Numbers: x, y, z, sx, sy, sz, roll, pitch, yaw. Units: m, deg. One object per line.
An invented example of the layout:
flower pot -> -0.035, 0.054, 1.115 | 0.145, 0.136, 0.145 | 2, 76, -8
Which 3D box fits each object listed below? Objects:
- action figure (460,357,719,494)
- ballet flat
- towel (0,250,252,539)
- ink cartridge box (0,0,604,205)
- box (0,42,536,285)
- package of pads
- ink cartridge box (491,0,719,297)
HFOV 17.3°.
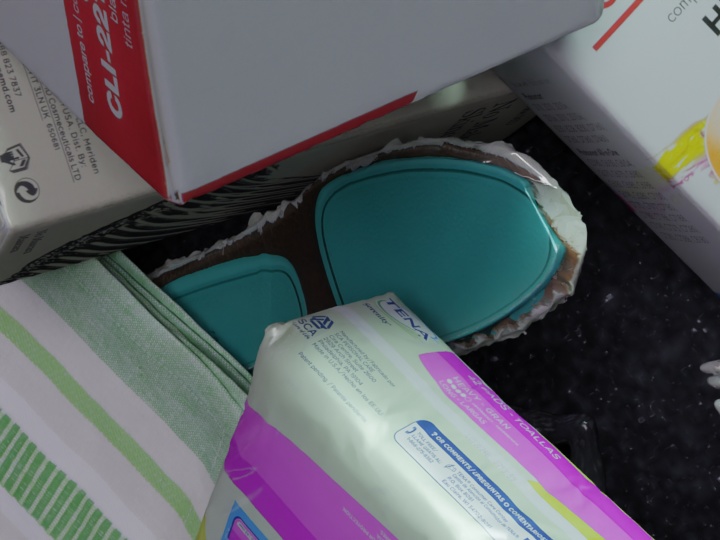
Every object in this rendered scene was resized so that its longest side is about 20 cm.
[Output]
action figure -> 0.089, 0.087, 0.747 | 0.200, 0.119, 0.102 | 27, 135, 20
ballet flat -> 0.000, 0.000, 0.768 | 0.200, 0.072, 0.072 | -16, 81, 39
towel -> -0.118, 0.085, 0.805 | 0.152, 0.023, 0.200 | 41, 114, 22
ink cartridge box -> -0.047, -0.121, 0.681 | 0.144, 0.084, 0.200 | -25, 41, -23
box -> -0.038, -0.058, 0.759 | 0.200, 0.082, 0.069 | -17, 82, -21
package of pads -> 0.012, 0.132, 0.705 | 0.154, 0.068, 0.200 | 43, 130, 31
ink cartridge box -> 0.116, -0.074, 0.728 | 0.200, 0.068, 0.115 | 43, 83, -11
